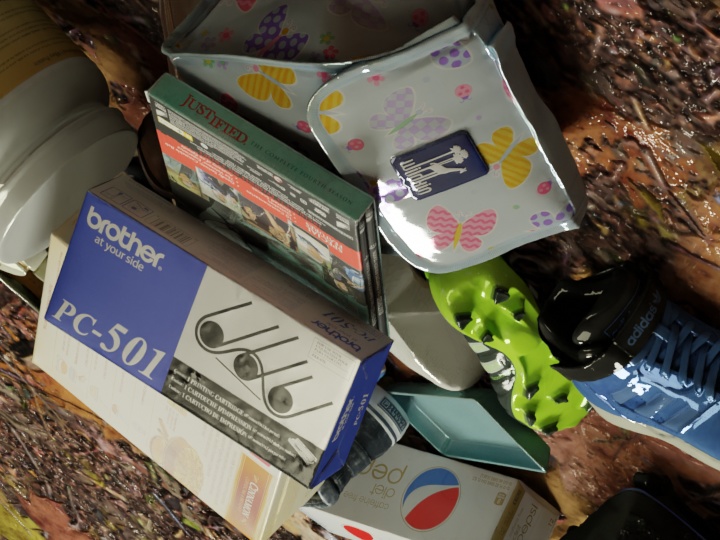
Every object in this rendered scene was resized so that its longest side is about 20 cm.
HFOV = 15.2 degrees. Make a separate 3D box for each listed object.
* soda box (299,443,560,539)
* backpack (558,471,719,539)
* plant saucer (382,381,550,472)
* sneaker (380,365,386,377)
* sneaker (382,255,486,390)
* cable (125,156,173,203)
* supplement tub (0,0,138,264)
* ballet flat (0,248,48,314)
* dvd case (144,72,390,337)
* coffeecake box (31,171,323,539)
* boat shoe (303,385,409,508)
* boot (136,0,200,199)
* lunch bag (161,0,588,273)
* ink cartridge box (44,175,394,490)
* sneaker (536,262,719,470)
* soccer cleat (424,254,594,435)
[{"bbox_3d":[0.042,0.170,1.944,0.199,0.068,0.064,14,161,42],"label":"soda box"},{"bbox_3d":[0.212,0.253,1.798,0.200,0.135,0.183,36,156,-1],"label":"backpack"},{"bbox_3d":[0.071,0.102,1.821,0.070,0.019,0.200,45,166,-12],"label":"plant saucer"},{"bbox_3d":[-0.039,0.033,1.801,0.200,0.077,0.076,62,-172,-62],"label":"sneaker"},{"bbox_3d":[0.000,0.000,1.741,0.200,0.075,0.088,52,164,-28],"label":"sneaker"},{"bbox_3d":[-0.133,0.002,1.845,0.200,0.051,0.164,-124,13,-49],"label":"cable"},{"bbox_3d":[-0.256,-0.117,1.757,0.200,0.145,0.145,45,156,11],"label":"supplement tub"},{"bbox_3d":[-0.219,-0.009,1.853,0.200,0.067,0.064,45,174,-37],"label":"ballet flat"},{"bbox_3d":[-0.050,-0.026,1.552,0.146,0.022,0.200,31,160,17],"label":"dvd case"},{"bbox_3d":[-0.107,0.058,1.707,0.200,0.073,0.154,38,147,13],"label":"coffeecake box"},{"bbox_3d":[-0.055,0.110,1.946,0.200,0.091,0.071,13,144,57],"label":"boat shoe"},{"bbox_3d":[-0.105,-0.127,1.676,0.186,0.064,0.201,44,153,48],"label":"boot"},{"bbox_3d":[0.015,-0.092,1.500,0.199,0.127,0.170,10,147,36],"label":"lunch bag"},{"bbox_3d":[-0.086,0.035,1.583,0.200,0.044,0.094,31,118,18],"label":"ink cartridge box"},{"bbox_3d":[0.184,0.052,1.564,0.200,0.077,0.111,16,156,51],"label":"sneaker"},{"bbox_3d":[0.094,0.033,1.680,0.200,0.067,0.081,51,-169,-50],"label":"soccer cleat"}]
